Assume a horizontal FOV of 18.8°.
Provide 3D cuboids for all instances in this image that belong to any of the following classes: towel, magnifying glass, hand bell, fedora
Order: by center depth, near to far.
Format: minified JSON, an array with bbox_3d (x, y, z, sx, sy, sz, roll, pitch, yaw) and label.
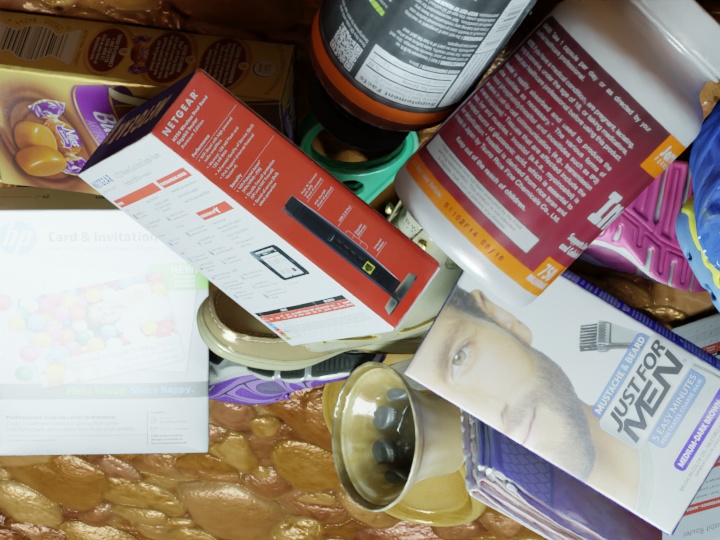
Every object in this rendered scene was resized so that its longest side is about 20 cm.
[{"bbox_3d":[-0.009,-0.054,1.470,0.079,0.022,0.200,0,149,-9],"label":"magnifying glass"},{"bbox_3d":[0.151,0.127,1.533,0.191,0.200,0.032,31,119,-21],"label":"towel"},{"bbox_3d":[0.090,0.117,1.566,0.200,0.104,0.104,2,152,-34],"label":"hand bell"},{"bbox_3d":[0.057,0.138,1.660,0.200,0.082,0.201,7,143,6],"label":"fedora"}]

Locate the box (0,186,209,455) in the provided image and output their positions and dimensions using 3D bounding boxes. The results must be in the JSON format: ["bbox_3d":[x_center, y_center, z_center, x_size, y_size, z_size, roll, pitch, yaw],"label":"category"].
[{"bbox_3d":[-0.184,0.037,1.543,0.156,0.041,0.200,0,117,-5],"label":"box"}]

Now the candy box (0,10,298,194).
[{"bbox_3d":[-0.141,-0.102,1.426,0.200,0.057,0.117,6,142,6],"label":"candy box"}]

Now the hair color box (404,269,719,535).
[{"bbox_3d":[0.141,0.069,1.394,0.200,0.065,0.109,31,99,7],"label":"hair color box"}]

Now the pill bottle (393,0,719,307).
[{"bbox_3d":[0.124,-0.084,1.266,0.200,0.113,0.113,-46,121,10],"label":"pill bottle"}]

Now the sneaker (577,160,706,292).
[{"bbox_3d":[0.156,-0.043,1.403,0.200,0.081,0.088,20,177,-19],"label":"sneaker"}]

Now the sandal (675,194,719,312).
[{"bbox_3d":[0.262,0.036,1.373,0.200,0.079,0.087,52,152,-4],"label":"sandal"}]

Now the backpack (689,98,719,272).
[{"bbox_3d":[0.280,-0.065,1.240,0.162,0.168,0.200,33,124,-11],"label":"backpack"}]

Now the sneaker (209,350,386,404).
[{"bbox_3d":[-0.056,0.060,1.616,0.200,0.081,0.083,-7,154,38],"label":"sneaker"}]

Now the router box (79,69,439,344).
[{"bbox_3d":[-0.066,-0.031,1.305,0.179,0.049,0.200,39,165,-13],"label":"router box"}]

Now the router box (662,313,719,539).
[{"bbox_3d":[0.297,0.099,1.459,0.200,0.180,0.049,-21,140,37],"label":"router box"}]

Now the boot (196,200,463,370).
[{"bbox_3d":[0.000,0.000,1.469,0.200,0.073,0.155,0,148,-23],"label":"boot"}]

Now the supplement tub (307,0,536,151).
[{"bbox_3d":[0.035,-0.153,1.268,0.107,0.107,0.200,21,143,-12],"label":"supplement tub"}]
